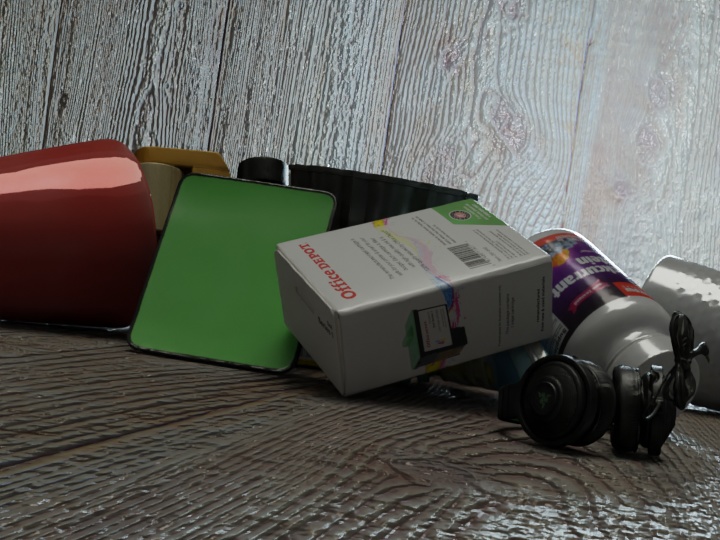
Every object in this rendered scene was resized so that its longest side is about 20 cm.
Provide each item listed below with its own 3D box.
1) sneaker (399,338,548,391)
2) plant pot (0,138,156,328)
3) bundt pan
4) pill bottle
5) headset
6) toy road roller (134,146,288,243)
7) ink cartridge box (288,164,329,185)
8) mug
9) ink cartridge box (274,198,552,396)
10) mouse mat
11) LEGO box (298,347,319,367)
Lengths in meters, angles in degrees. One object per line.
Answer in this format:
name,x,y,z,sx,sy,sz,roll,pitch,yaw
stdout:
sneaker,0.086,0.084,1.129,0.130,0.080,0.200,-17,27,-15
plant pot,-0.323,-0.033,1.244,0.177,0.201,0.200,-4,8,-35
bundt pan,0.019,-0.056,1.283,0.201,0.076,0.202,9,2,0
pill bottle,0.211,0.054,1.117,0.111,0.112,0.200,7,25,-29
headset,0.179,0.084,0.908,0.123,0.094,0.200,7,-10,-19
toy road roller,-0.173,-0.048,1.376,0.199,0.123,0.146,5,-21,-19
ink cartridge box,-0.074,-0.025,1.539,0.083,0.201,0.147,-8,4,-9
mug,0.400,0.093,1.367,0.175,0.148,0.200,21,-23,29
ink cartridge box,0.044,0.018,1.078,0.200,0.084,0.145,-14,29,-20
mouse mat,-0.117,-0.002,1.161,0.160,0.200,0.008,9,-29,9
LEGO box,-0.052,0.052,1.269,0.199,0.077,0.149,8,2,-9
